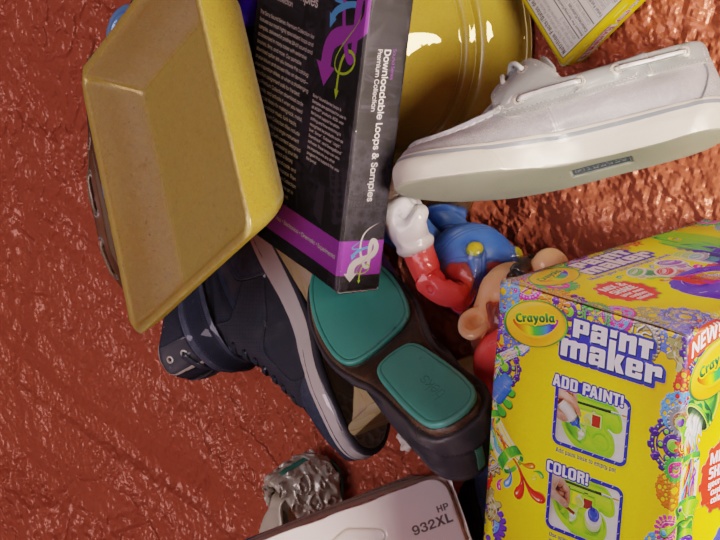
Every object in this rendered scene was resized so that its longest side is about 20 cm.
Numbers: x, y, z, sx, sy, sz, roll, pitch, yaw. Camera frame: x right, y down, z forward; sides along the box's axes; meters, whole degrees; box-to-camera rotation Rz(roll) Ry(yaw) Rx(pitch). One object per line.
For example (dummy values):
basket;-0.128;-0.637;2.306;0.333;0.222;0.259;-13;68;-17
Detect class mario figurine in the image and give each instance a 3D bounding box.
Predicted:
mario figurine;0.087;-0.008;1.111;0.200;0.123;0.106;49;157;43

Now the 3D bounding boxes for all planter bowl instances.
planter bowl;0.010;-0.150;1.178;0.200;0.083;0.202;12;108;41

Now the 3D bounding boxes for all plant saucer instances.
plant saucer;-0.113;-0.083;1.185;0.200;0.048;0.201;-37;62;56

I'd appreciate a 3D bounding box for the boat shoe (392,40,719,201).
boat shoe;0.114;-0.089;1.059;0.199;0.070;0.072;-12;76;7

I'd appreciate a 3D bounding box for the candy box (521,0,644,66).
candy box;0.110;-0.235;1.099;0.102;0.026;0.201;-44;69;45

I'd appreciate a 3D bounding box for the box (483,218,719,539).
box;0.176;0.090;0.992;0.122;0.199;0.194;17;112;40

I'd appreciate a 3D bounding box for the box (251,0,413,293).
box;-0.024;-0.105;1.112;0.143;0.036;0.201;34;124;54

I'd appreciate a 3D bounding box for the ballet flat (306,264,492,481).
ballet flat;0.025;0.062;1.099;0.200;0.073;0.074;49;132;51

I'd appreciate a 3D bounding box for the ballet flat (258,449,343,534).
ballet flat;-0.049;0.232;1.344;0.071;0.071;0.202;10;108;42

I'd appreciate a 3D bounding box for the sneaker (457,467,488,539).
sneaker;0.137;0.187;1.141;0.200;0.076;0.112;47;126;27

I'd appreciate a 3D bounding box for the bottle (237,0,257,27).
bottle;-0.121;-0.253;1.246;0.200;0.083;0.065;53;154;27

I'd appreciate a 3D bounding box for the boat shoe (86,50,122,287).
boat shoe;-0.185;-0.073;1.396;0.072;0.075;0.202;-7;94;47

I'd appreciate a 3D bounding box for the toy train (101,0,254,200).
toy train;-0.127;-0.115;1.309;0.114;0.086;0.202;6;96;40

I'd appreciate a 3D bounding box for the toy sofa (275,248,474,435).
toy sofa;0.000;0.000;1.222;0.098;0.083;0.201;-43;72;39

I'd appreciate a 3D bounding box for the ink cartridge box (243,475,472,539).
ink cartridge box;-0.006;0.194;1.171;0.200;0.144;0.084;119;131;-82

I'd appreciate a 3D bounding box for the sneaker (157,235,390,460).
sneaker;-0.065;0.069;1.299;0.146;0.077;0.203;-38;63;31
